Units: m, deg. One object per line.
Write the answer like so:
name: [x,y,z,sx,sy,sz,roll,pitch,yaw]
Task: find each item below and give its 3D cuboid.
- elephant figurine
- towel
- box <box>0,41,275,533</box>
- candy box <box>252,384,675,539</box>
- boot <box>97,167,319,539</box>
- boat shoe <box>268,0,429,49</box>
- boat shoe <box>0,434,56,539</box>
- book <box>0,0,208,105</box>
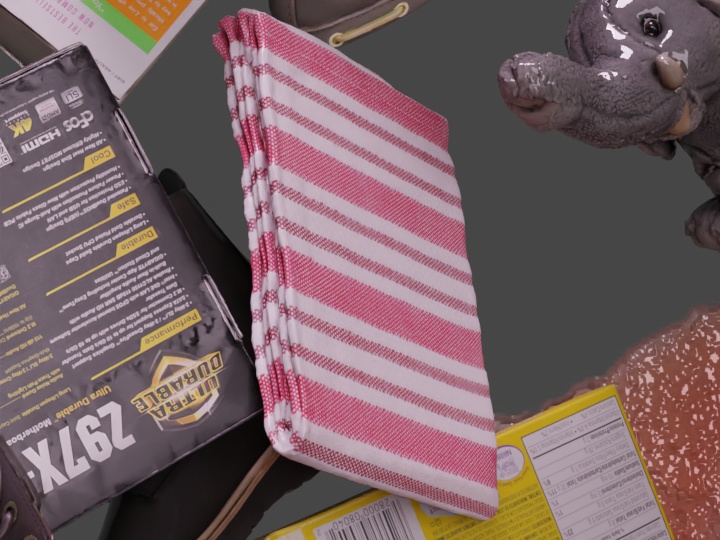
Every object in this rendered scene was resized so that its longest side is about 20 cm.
elephant figurine: [0.151,-0.097,0.911,0.200,0.155,0.142,31,93,-20]
towel: [0.000,0.000,0.843,0.146,0.030,0.201,25,51,-49]
box: [-0.154,0.028,0.757,0.199,0.049,0.160,-30,95,-21]
candy box: [0.052,0.129,0.876,0.199,0.026,0.103,-19,90,-33]
boot: [-0.099,0.066,0.838,0.138,0.077,0.200,47,57,0]
boat shoe: [0.034,-0.160,0.926,0.201,0.072,0.061,-31,134,-34]
boat shoe: [-0.147,0.087,0.691,0.073,0.065,0.200,-38,97,-22]
book: [-0.101,-0.181,0.892,0.133,0.048,0.200,40,68,-7]
